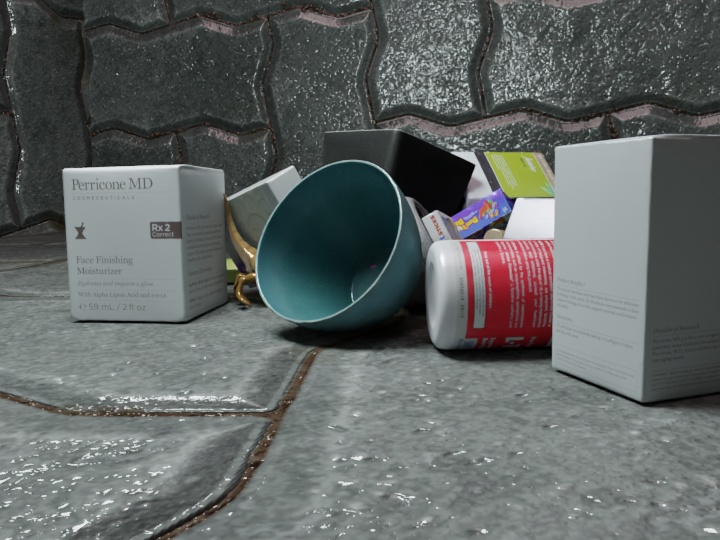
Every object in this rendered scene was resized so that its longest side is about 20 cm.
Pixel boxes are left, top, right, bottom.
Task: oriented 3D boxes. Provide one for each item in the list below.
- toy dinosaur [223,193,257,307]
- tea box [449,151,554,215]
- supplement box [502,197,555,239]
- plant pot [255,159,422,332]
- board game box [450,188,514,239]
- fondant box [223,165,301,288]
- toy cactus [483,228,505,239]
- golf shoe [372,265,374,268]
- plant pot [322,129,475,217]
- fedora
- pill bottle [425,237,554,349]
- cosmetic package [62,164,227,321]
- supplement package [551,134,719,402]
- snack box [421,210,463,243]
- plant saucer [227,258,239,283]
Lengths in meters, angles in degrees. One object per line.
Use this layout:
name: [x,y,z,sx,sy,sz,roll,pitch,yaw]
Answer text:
toy dinosaur: [-0.151,-0.007,0.968,0.200,0.106,0.060,37,-3,12]
tea box: [0.251,-0.109,1.274,0.196,0.200,0.134,-1,48,-15]
supplement box: [0.272,-0.014,0.806,0.109,0.061,0.200,7,-22,45]
plant pot: [-0.006,-0.010,0.789,0.200,0.201,0.135,4,-21,37]
board game box: [0.220,-0.058,1.138,0.134,0.045,0.200,-30,-25,20]
fondant box: [-0.136,-0.058,0.998,0.058,0.145,0.200,-40,16,-36]
toy cactus: [0.238,-0.021,1.042,0.199,0.103,0.165,-13,-19,32]
golf shoe: [0.000,0.000,1.079,0.199,0.076,0.092,0,3,-3]
plant pot: [0.050,-0.128,1.158,0.200,0.178,0.199,13,0,-41]
fedora: [0.078,-0.010,0.929,0.090,0.177,0.200,-30,2,12]
pill bottle: [0.171,0.023,0.682,0.199,0.113,0.112,-1,7,-2]
cosmetic package: [-0.290,-0.042,0.922,0.164,0.201,0.165,-1,7,9]
supplement package: [0.242,-0.008,0.555,0.117,0.201,0.117,-4,8,-19]
snack box: [0.122,-0.039,0.895,0.024,0.072,0.200,-27,-5,12]
plant saucer: [-0.226,0.000,1.278,0.199,0.031,0.200,-2,7,0]
